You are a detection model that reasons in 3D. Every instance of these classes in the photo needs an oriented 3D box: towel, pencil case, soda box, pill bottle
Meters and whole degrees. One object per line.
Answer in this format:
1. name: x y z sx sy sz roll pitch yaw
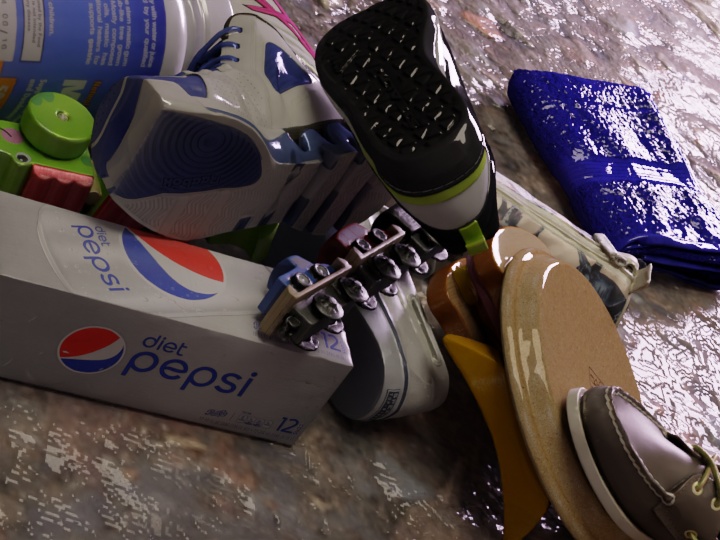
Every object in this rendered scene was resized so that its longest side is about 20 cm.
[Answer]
1. towel: 0.206 -0.076 1.323 0.148 0.050 0.200 9 42 -38
2. pencil case: 0.086 -0.025 1.108 0.200 0.089 0.078 33 32 -4
3. soda box: -0.107 0.026 0.879 0.200 0.068 0.064 16 38 -29
4. pill bottle: -0.170 -0.136 0.983 0.200 0.112 0.112 -5 51 -46

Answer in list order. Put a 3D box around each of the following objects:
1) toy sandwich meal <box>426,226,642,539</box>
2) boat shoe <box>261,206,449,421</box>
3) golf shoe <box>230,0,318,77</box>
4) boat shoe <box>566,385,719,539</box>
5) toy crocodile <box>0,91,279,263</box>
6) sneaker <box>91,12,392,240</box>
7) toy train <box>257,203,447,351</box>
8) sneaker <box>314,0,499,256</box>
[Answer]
1. toy sandwich meal: 0.104 0.074 1.004 0.205 0.070 0.205 45 35 -45
2. boat shoe: 0.003 -0.002 1.014 0.086 0.075 0.202 4 48 -40
3. golf shoe: -0.073 -0.142 1.095 0.200 0.073 0.092 41 4 9
4. boat shoe: 0.182 0.129 0.959 0.200 0.059 0.072 51 32 -28
5. toy crocodile: -0.138 -0.043 0.937 0.200 0.068 0.062 14 38 -32
6. sneaker: -0.075 -0.081 0.924 0.199 0.081 0.115 5 41 -51
7. toy train: 0.001 -0.005 0.929 0.046 0.034 0.200 43 31 9
8. sneaker: 0.028 -0.073 0.913 0.200 0.072 0.083 -103 167 -54
